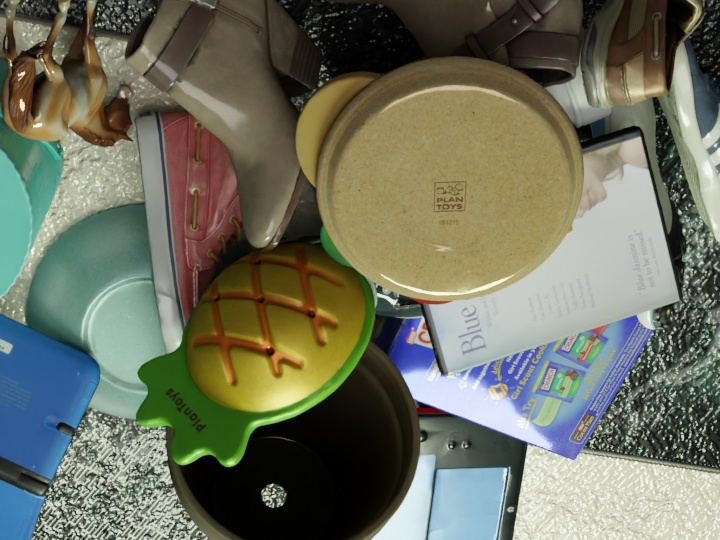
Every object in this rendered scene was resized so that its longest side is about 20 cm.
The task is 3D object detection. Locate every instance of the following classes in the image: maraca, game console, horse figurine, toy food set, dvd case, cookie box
[{"bbox_3d":[-0.078,0.060,1.188,0.200,0.137,0.107,-42,147,-12],"label":"maraca"},{"bbox_3d":[0.058,0.213,1.430,0.176,0.031,0.201,2,115,-8],"label":"game console"},{"bbox_3d":[-0.217,-0.142,1.154,0.050,0.200,0.133,12,108,11],"label":"horse figurine"},{"bbox_3d":[0.061,-0.062,1.139,0.199,0.049,0.199,-15,119,6],"label":"toy food set"},{"bbox_3d":[0.136,-0.014,1.213,0.199,0.018,0.143,-18,107,-2],"label":"dvd case"},{"bbox_3d":[-0.335,0.118,1.318,0.199,0.118,0.171,25,79,-4],"label":"game console"},{"bbox_3d":[0.129,0.043,1.335,0.199,0.075,0.172,22,110,-17],"label":"cookie box"}]

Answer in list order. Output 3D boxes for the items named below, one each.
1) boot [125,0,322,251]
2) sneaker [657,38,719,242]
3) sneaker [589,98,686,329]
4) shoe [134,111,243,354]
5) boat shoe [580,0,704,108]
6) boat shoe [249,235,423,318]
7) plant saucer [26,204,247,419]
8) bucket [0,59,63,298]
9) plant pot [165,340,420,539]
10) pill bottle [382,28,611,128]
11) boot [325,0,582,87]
[{"bbox_3d":[-0.105,-0.130,1.171,0.146,0.201,0.070,26,148,-29],"label":"boot"},{"bbox_3d":[0.296,-0.120,1.285,0.084,0.075,0.201,-23,126,5],"label":"sneaker"},{"bbox_3d":[0.215,-0.050,1.282,0.072,0.072,0.201,-11,89,30],"label":"sneaker"},{"bbox_3d":[-0.121,-0.028,1.247,0.090,0.071,0.201,-7,92,-9],"label":"shoe"},{"bbox_3d":[0.222,-0.199,1.180,0.071,0.201,0.076,6,149,26],"label":"boat shoe"},{"bbox_3d":[0.000,0.000,1.260,0.199,0.062,0.075,6,94,23],"label":"boat shoe"},{"bbox_3d":[-0.177,0.045,1.315,0.200,0.039,0.202,-3,115,-5],"label":"plant saucer"},{"bbox_3d":[-0.328,-0.065,1.190,0.206,0.135,0.208,-3,115,-6],"label":"bucket"},{"bbox_3d":[-0.063,0.161,1.296,0.199,0.201,0.174,3,153,-9],"label":"plant pot"},{"bbox_3d":[0.087,-0.121,1.232,0.199,0.111,0.111,-22,116,3],"label":"pill bottle"},{"bbox_3d":[0.063,-0.182,1.170,0.199,0.070,0.147,-16,74,19],"label":"boot"}]
